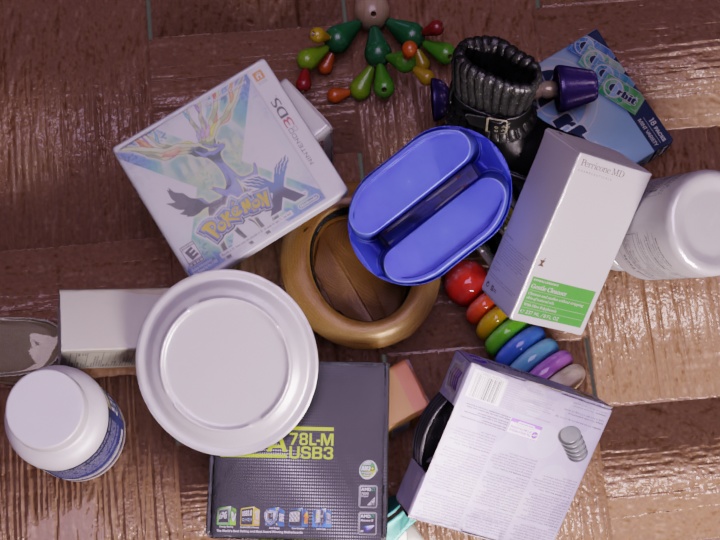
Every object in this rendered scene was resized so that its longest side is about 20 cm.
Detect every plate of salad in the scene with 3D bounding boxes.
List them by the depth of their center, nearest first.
[{"bbox_3d":[-0.143,0.098,1.425,0.197,0.048,0.203,0,96,3],"label":"plate of salad"}]

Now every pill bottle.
[{"bbox_3d":[-0.323,0.165,1.441,0.109,0.200,0.113,0,76,-1],"label":"pill bottle"},{"bbox_3d":[0.343,-0.047,1.501,0.113,0.200,0.116,1,88,-20],"label":"pill bottle"}]

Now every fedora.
[{"bbox_3d":[0.000,0.000,1.551,0.198,0.082,0.203,0,74,0],"label":"fedora"}]

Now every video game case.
[{"bbox_3d":[-0.143,-0.109,1.455,0.199,0.022,0.183,-32,79,-8],"label":"video game case"}]

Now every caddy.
[{"bbox_3d":[0.076,-0.072,1.473,0.199,0.105,0.142,-37,88,6],"label":"caddy"}]

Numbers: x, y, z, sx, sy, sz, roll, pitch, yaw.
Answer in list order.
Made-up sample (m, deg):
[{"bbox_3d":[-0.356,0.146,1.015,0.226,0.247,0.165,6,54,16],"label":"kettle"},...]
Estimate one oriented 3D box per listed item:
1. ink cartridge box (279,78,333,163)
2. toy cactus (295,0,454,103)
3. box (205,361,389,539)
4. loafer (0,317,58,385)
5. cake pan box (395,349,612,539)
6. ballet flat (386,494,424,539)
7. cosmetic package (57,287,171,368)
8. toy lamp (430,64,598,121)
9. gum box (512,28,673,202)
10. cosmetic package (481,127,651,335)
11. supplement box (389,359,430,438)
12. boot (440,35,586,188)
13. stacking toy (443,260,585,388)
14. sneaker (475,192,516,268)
[{"bbox_3d":[-0.131,-0.111,1.542,0.200,0.145,0.084,-41,80,-10],"label":"ink cartridge box"},{"bbox_3d":[0.014,-0.290,1.627,0.197,0.102,0.167,-9,66,5],"label":"toy cactus"},{"bbox_3d":[-0.066,0.197,1.453,0.197,0.048,0.196,2,77,1],"label":"box"},{"bbox_3d":[-0.430,0.091,1.524,0.197,0.068,0.077,-3,76,-2],"label":"loafer"},{"bbox_3d":[0.154,0.201,1.451,0.198,0.052,0.186,17,98,-22],"label":"cake pan box"},{"bbox_3d":[0.064,0.271,1.495,0.200,0.067,0.071,-41,94,-8],"label":"ballet flat"},{"bbox_3d":[-0.241,0.065,1.498,0.197,0.104,0.074,0,75,-16],"label":"cosmetic package"},{"bbox_3d":[0.183,-0.212,1.578,0.197,0.058,0.059,-3,76,0],"label":"toy lamp"},{"bbox_3d":[0.251,-0.172,1.619,0.199,0.045,0.171,-31,78,-8],"label":"gum box"},{"bbox_3d":[0.227,-0.043,1.480,0.106,0.085,0.202,11,110,-26],"label":"cosmetic package"},{"bbox_3d":[-0.019,0.179,1.514,0.198,0.069,0.067,-25,75,-9],"label":"supplement box"},{"bbox_3d":[0.192,-0.173,1.501,0.208,0.159,0.080,11,49,-3],"label":"boot"},{"bbox_3d":[0.171,0.069,1.544,0.085,0.086,0.201,-34,74,-9],"label":"stacking toy"},{"bbox_3d":[0.143,-0.079,1.565,0.075,0.076,0.201,-44,74,35],"label":"sneaker"}]
